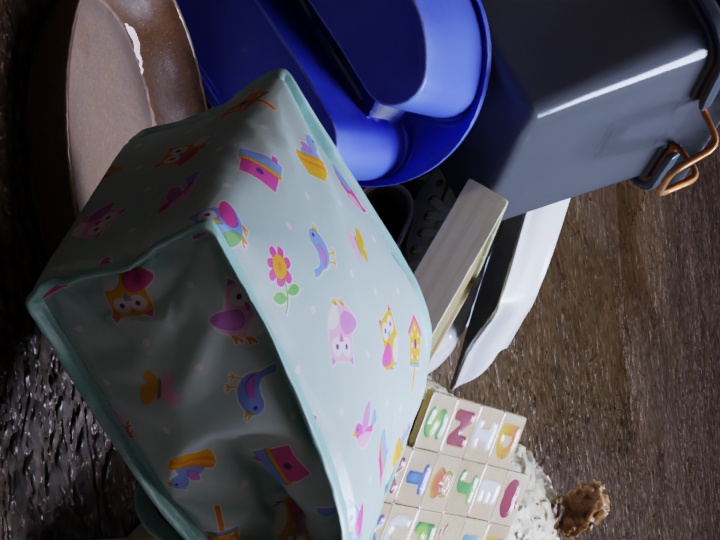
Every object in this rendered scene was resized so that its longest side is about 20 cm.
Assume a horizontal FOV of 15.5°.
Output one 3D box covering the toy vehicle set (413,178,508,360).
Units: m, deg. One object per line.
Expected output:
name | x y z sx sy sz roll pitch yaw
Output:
toy vehicle set | 0.018 0.056 1.483 0.201 0.026 0.124 -60 174 -23

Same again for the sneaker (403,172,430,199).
sneaker | 0.021 -0.094 1.750 0.089 0.074 0.201 -61 148 -32

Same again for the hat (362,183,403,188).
hat | 0.011 -0.110 1.610 0.081 0.201 0.200 44 15 8

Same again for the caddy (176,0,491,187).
caddy | -0.020 -0.138 1.405 0.201 0.141 0.105 57 23 9

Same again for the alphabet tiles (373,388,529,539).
alphabet tiles | 0.041 0.156 1.534 0.200 0.006 0.168 20 90 -62

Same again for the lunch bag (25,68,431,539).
lunch bag | -0.045 0.039 1.204 0.201 0.121 0.171 61 25 -21

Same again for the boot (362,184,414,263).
boot | 0.000 0.000 1.532 0.147 0.070 0.201 112 0 -48

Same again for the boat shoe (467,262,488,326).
boat shoe | 0.047 0.014 1.791 0.199 0.068 0.074 -38 126 -64

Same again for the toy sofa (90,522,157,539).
toy sofa | -0.074 0.148 1.299 0.200 0.082 0.098 -41 125 -70

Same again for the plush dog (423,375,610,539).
plush dog | 0.048 0.136 1.665 0.172 0.160 0.201 38 43 -35

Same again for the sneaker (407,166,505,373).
sneaker | 0.051 -0.024 1.667 0.085 0.072 0.201 108 4 -50

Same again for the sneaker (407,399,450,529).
sneaker | -0.011 0.165 1.553 0.201 0.090 0.075 -62 153 -15

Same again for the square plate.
square plate | 0.110 -0.035 1.675 0.198 0.028 0.201 112 -3 -72

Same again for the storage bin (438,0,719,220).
storage bin | 0.120 -0.101 1.481 0.146 0.134 0.200 62 -18 16

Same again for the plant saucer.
plant saucer | -0.119 -0.055 1.288 0.200 0.034 0.202 -5 90 -75
